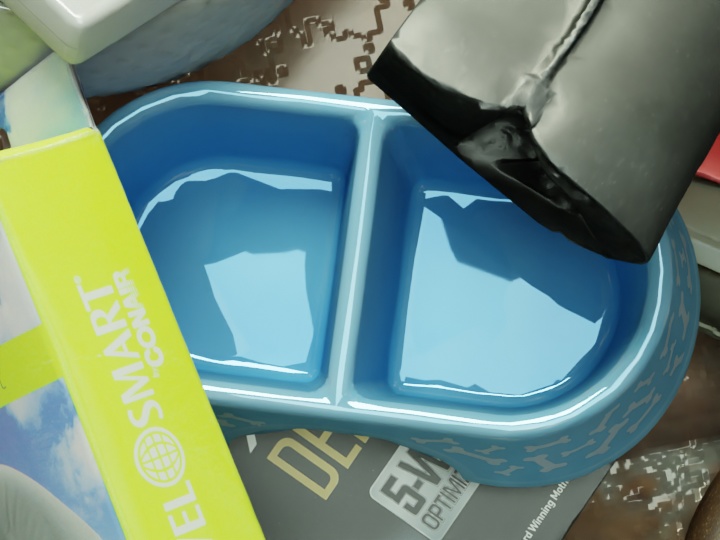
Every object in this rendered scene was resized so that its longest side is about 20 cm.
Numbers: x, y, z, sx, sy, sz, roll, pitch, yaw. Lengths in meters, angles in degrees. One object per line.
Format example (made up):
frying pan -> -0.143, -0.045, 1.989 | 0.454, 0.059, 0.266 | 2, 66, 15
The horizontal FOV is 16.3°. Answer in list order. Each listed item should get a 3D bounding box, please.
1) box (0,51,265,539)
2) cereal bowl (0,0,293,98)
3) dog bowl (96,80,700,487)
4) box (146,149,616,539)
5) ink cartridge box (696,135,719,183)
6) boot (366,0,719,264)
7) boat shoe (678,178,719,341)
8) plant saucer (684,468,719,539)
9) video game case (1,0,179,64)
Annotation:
box -> -0.090, 0.054, 0.698 | 0.048, 0.122, 0.201 | -18, 84, -41
cereal bowl -> -0.100, -0.129, 0.762 | 0.199, 0.083, 0.201 | 7, 56, -10
dog bowl -> 0.000, 0.000, 0.733 | 0.199, 0.050, 0.112 | 7, 82, 6
box -> -0.037, 0.089, 0.779 | 0.157, 0.050, 0.200 | 35, 85, 2
ink cartridge box -> 0.113, -0.138, 0.785 | 0.116, 0.067, 0.201 | 20, 77, -1
boot -> 0.121, -0.084, 0.697 | 0.165, 0.066, 0.200 | 33, 68, 13
boat shoe -> 0.153, 0.025, 0.782 | 0.201, 0.072, 0.060 | 21, 114, 8
plant saucer -> 0.171, 0.128, 0.731 | 0.200, 0.037, 0.201 | 10, 108, 34
video game case -> -0.071, -0.167, 0.732 | 0.182, 0.022, 0.200 | 43, 56, 16
